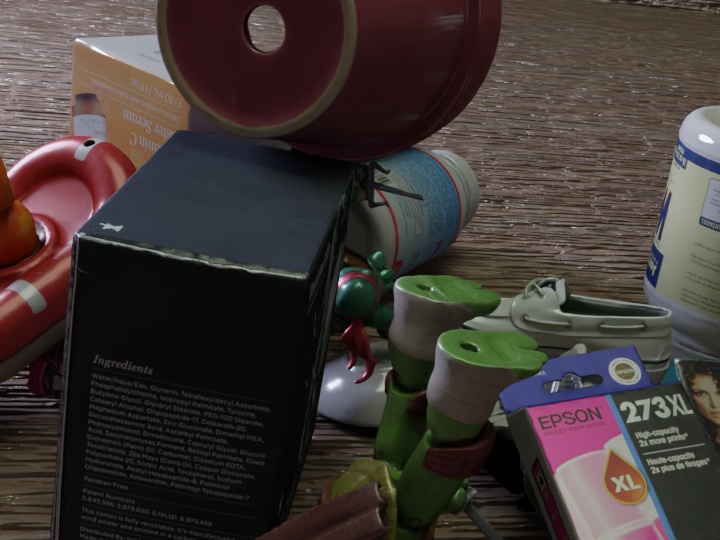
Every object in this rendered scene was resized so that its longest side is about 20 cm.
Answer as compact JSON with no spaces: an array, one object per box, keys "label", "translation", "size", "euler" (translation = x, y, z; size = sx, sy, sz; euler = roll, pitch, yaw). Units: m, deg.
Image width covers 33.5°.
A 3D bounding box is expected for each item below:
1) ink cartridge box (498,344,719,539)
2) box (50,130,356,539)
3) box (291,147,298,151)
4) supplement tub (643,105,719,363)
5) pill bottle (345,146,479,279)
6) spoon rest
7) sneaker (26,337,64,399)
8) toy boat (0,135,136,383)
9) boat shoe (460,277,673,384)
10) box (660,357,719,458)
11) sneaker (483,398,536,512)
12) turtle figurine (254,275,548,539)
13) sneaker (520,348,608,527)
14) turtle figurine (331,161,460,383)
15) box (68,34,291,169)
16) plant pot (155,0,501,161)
[{"label":"ink cartridge box","translation":[0.142,0.117,0.617],"size":[0.094,0.037,0.201],"euler":[-8,50,-14]},{"label":"box","translation":[-0.084,0.046,0.686],"size":[0.123,0.198,0.200],"euler":[9,22,3]},{"label":"box","translation":[-0.049,-0.097,1.069],"size":[0.050,0.198,0.200],"euler":[55,34,7]},{"label":"supplement tub","translation":[0.318,-0.023,0.993],"size":[0.144,0.201,0.145],"euler":[7,22,-3]},{"label":"pill bottle","translation":[0.028,-0.052,1.083],"size":[0.108,0.109,0.200],"euler":[20,25,27]},{"label":"spoon rest","translation":[0.060,0.086,0.847],"size":[0.199,0.061,0.099],"euler":[-2,19,12]},{"label":"sneaker","translation":[-0.205,0.023,0.855],"size":[0.074,0.081,0.200],"euler":[-2,24,-18]},{"label":"toy boat","translation":[-0.229,-0.029,0.763],"size":[0.130,0.131,0.200],"euler":[22,47,29]},{"label":"boat shoe","translation":[0.154,0.036,0.969],"size":[0.199,0.067,0.074],"euler":[10,22,5]},{"label":"box","translation":[0.232,0.141,0.680],"size":[0.082,0.049,0.201],"euler":[4,43,-10]},{"label":"sneaker","translation":[0.134,0.123,0.771],"size":[0.199,0.077,0.084],"euler":[12,53,-3]},{"label":"turtle figurine","translation":[0.057,0.113,0.585],"size":[0.199,0.195,0.144],"euler":[17,21,13]},{"label":"sneaker","translation":[0.145,0.137,0.680],"size":[0.080,0.071,0.201],"euler":[13,47,-23]},{"label":"turtle figurine","translation":[0.000,0.000,0.839],"size":[0.100,0.150,0.200],"euler":[-25,12,-6]},{"label":"box","translation":[-0.146,-0.069,0.939],"size":[0.152,0.201,0.106],"euler":[25,27,37]},{"label":"plant pot","translation":[-0.029,-0.160,0.747],"size":[0.199,0.201,0.179],"euler":[16,19,18]}]
